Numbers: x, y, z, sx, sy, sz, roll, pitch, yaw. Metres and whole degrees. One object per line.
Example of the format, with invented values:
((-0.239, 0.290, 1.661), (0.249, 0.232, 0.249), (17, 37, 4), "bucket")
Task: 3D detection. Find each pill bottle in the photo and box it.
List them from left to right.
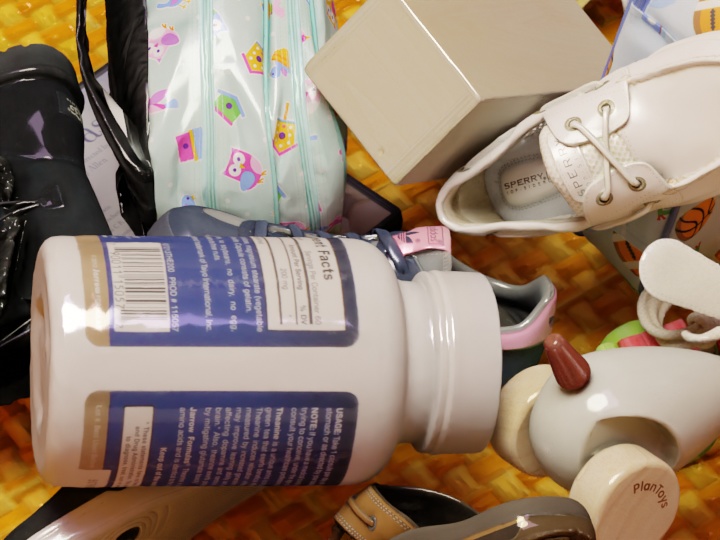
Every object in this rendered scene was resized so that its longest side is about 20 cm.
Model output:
((-0.044, 0.040, 1.241), (0.200, 0.111, 0.111), (1, 47, -12), "pill bottle")

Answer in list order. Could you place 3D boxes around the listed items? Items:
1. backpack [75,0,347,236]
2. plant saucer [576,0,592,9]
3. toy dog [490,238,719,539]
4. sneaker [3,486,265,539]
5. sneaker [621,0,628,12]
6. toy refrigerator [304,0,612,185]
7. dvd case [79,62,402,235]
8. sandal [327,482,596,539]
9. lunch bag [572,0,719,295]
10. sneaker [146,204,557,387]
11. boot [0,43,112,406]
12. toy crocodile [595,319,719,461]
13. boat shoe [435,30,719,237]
((-0.071, -0.101, 1.406), (0.126, 0.167, 0.200), (-8, 59, 3), "backpack")
((0.084, -0.213, 1.586), (0.200, 0.049, 0.200), (28, 57, 26), "plant saucer")
((0.142, 0.035, 1.241), (0.132, 0.096, 0.200), (17, 47, 34), "toy dog")
((-0.110, 0.075, 1.323), (0.200, 0.073, 0.112), (-28, 63, -31), "sneaker")
((0.174, -0.161, 1.474), (0.075, 0.081, 0.200), (-31, 83, -31), "sneaker")
((0.058, -0.094, 1.389), (0.076, 0.070, 0.200), (52, 25, 13), "toy refrigerator")
((-0.097, -0.036, 1.463), (0.200, 0.018, 0.143), (35, 60, 30), "dvd case")
((0.022, 0.116, 1.228), (0.082, 0.200, 0.055), (3, 73, -37), "sandal")
((0.186, -0.084, 1.363), (0.160, 0.200, 0.076), (-23, 55, -36), "lunch bag")
((0.000, 0.000, 1.327), (0.200, 0.082, 0.070), (21, 33, -19), "sneaker")
((-0.210, -0.006, 1.347), (0.200, 0.076, 0.168), (-23, 50, 10), "boot")
((0.178, 0.044, 1.342), (0.200, 0.062, 0.068), (-13, 49, -6), "toy crocodile")
((0.112, -0.051, 1.277), (0.069, 0.200, 0.071), (-22, 87, -42), "boat shoe")
